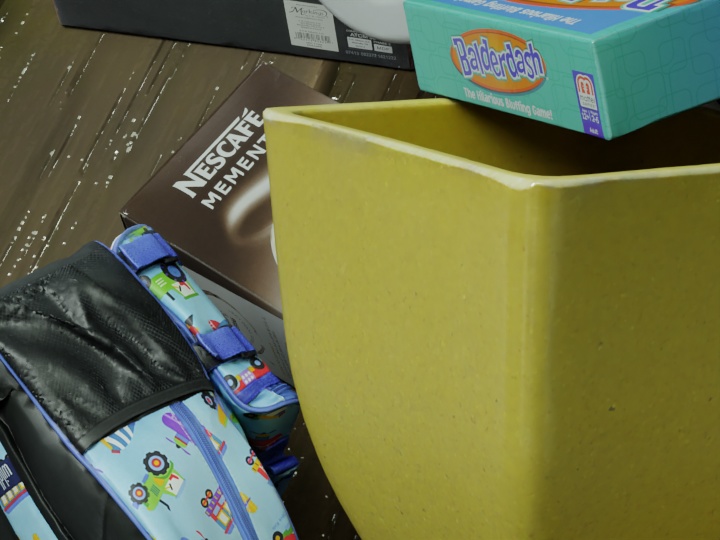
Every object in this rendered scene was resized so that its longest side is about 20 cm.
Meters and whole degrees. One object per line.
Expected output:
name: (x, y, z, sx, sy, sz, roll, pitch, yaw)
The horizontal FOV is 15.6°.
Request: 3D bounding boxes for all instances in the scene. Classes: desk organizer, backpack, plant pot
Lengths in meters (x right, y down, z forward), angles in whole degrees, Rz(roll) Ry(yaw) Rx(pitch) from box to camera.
desk organizer: (-0.062, -0.169, 1.380, 0.200, 0.072, 0.077, 9, 55, 16)
backpack: (-0.094, 0.107, 1.136, 0.135, 0.183, 0.200, -32, 69, -32)
plant pot: (0.085, 0.039, 1.078, 0.194, 0.200, 0.195, -5, 14, -33)

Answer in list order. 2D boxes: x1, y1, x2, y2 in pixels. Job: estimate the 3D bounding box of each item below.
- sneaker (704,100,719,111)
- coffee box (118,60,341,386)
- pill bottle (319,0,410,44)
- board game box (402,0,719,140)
sneaker: (0.247, -0.113, 1.208, 0.199, 0.115, 0.081, -6, 50, -34)
coffee box: (0.000, 0.000, 1.246, 0.200, 0.080, 0.113, 30, 66, 26)
pill bottle: (0.060, -0.198, 1.287, 0.113, 0.113, 0.200, 24, 38, 24)
board game box: (0.142, -0.115, 1.114, 0.200, 0.045, 0.152, -21, 21, -24)
